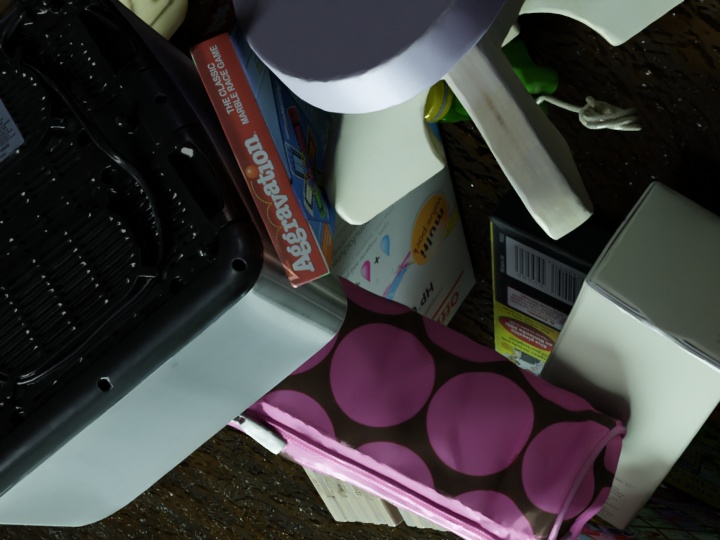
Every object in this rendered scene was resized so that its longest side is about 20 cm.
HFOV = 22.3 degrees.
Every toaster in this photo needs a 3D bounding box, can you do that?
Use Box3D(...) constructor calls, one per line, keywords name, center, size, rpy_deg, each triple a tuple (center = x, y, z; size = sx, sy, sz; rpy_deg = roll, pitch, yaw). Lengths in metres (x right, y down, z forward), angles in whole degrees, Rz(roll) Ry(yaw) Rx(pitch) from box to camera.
Box3D(name="toaster", center=(-0.121, -0.014, 0.799), size=(0.181, 0.200, 0.119), rpy_deg=(55, -169, 23))

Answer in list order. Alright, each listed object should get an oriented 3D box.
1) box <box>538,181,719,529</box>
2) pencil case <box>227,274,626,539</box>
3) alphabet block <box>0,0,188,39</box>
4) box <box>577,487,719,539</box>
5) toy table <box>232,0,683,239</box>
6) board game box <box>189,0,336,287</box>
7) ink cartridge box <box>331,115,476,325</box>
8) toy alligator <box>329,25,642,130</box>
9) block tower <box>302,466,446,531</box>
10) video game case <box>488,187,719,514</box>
Box3D(name="box", center=(0.134, 0.047, 0.884), size=(0.082, 0.069, 0.200), rpy_deg=(33, 153, 8))
Box3D(name="pencil case", center=(0.021, 0.071, 0.856), size=(0.199, 0.094, 0.091), rpy_deg=(23, 127, 9))
Box3D(name="alphabet block", center=(-0.222, -0.162, 0.916), size=(0.195, 0.200, 0.197), rpy_deg=(32, 153, 15))
Box3D(name="box", center=(0.146, 0.154, 0.971), size=(0.136, 0.039, 0.200), rpy_deg=(7, -173, -16))
Box3D(name="toy table", center=(0.035, -0.107, 0.725), size=(0.183, 0.201, 0.117), rpy_deg=(-27, 129, 26))
Box3D(name="board game box", center=(-0.037, -0.072, 0.793), size=(0.200, 0.019, 0.104), rpy_deg=(-87, -26, -72))
Box3D(name="ink cartridge box", center=(0.000, 0.000, 0.984), size=(0.067, 0.115, 0.201), rpy_deg=(21, 149, 28))
Box3D(name="toy alligator", center=(0.051, -0.095, 0.842), size=(0.199, 0.059, 0.055), rpy_deg=(8, 100, 48))
Box3D(name="block tower", center=(0.030, 0.103, 0.998), size=(0.054, 0.058, 0.200), rpy_deg=(60, 157, -7))
Box3D(name="video game case", center=(0.159, 0.056, 0.973), size=(0.199, 0.026, 0.181), rpy_deg=(27, 151, 22))
